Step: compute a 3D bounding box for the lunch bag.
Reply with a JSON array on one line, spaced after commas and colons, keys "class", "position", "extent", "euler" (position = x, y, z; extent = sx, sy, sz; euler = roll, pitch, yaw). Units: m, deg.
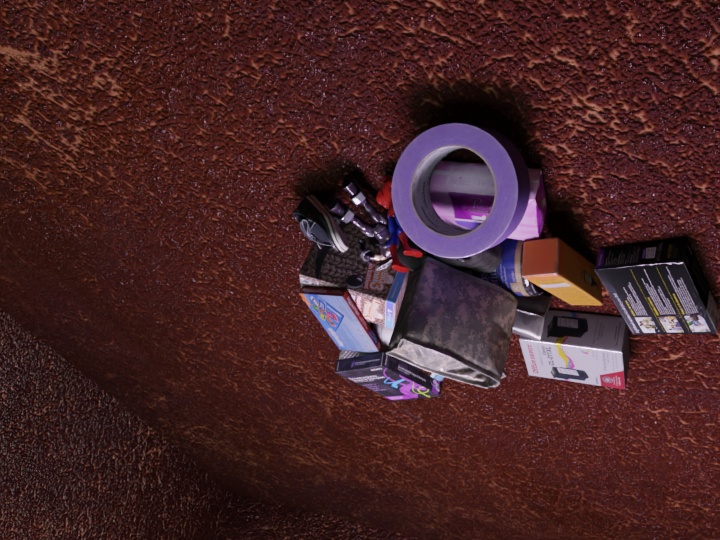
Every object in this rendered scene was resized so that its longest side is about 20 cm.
[{"class": "lunch bag", "position": [0.166, 0.096, 1.197], "extent": [0.198, 0.165, 0.118], "euler": [22, 154, -6]}]

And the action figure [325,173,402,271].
[{"class": "action figure", "position": [0.030, -0.083, 1.295], "extent": [0.200, 0.130, 0.069], "euler": [44, -174, -21]}]

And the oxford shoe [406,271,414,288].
[{"class": "oxford shoe", "position": [0.112, 0.082, 1.364], "extent": [0.071, 0.071, 0.202], "euler": [9, 121, 1]}]

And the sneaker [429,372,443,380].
[{"class": "sneaker", "position": [0.221, 0.220, 1.648], "extent": [0.089, 0.079, 0.200], "euler": [21, 149, -2]}]

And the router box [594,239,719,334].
[{"class": "router box", "position": [0.514, 0.035, 1.203], "extent": [0.148, 0.051, 0.200], "euler": [-6, 138, 41]}]

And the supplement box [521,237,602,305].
[{"class": "supplement box", "position": [0.350, 0.006, 1.193], "extent": [0.068, 0.067, 0.199], "euler": [-8, 158, 41]}]

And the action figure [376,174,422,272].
[{"class": "action figure", "position": [0.083, -0.086, 1.205], "extent": [0.098, 0.201, 0.065], "euler": [13, 137, -31]}]

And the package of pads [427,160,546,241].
[{"class": "package of pads", "position": [0.206, -0.117, 1.159], "extent": [0.198, 0.076, 0.121], "euler": [8, 148, 24]}]

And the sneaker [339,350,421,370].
[{"class": "sneaker", "position": [0.058, 0.216, 1.604], "extent": [0.198, 0.076, 0.105], "euler": [-1, 153, 21]}]

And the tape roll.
[{"class": "tape roll", "position": [0.154, -0.123, 1.069], "extent": [0.198, 0.085, 0.202], "euler": [5, 101, 26]}]

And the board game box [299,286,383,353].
[{"class": "board game box", "position": [-0.036, 0.101, 1.391], "extent": [0.102, 0.020, 0.201], "euler": [2, 143, 29]}]

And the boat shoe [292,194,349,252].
[{"class": "boat shoe", "position": [-0.076, -0.081, 1.311], "extent": [0.075, 0.062, 0.200], "euler": [57, 175, -36]}]

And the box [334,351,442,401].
[{"class": "box", "position": [0.061, 0.234, 1.511], "extent": [0.142, 0.036, 0.199], "euler": [-16, 142, 43]}]

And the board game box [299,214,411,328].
[{"class": "board game box", "position": [0.000, 0.000, 1.388], "extent": [0.198, 0.160, 0.097], "euler": [16, 148, 11]}]

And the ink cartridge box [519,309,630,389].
[{"class": "ink cartridge box", "position": [0.433, 0.157, 1.407], "extent": [0.198, 0.083, 0.146], "euler": [4, 144, 28]}]

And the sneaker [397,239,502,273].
[{"class": "sneaker", "position": [0.142, -0.038, 1.212], "extent": [0.199, 0.077, 0.091], "euler": [-3, 166, 35]}]

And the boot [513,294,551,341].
[{"class": "boot", "position": [0.256, 0.098, 1.359], "extent": [0.199, 0.183, 0.073], "euler": [23, 163, 10]}]

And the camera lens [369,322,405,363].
[{"class": "camera lens", "position": [0.127, 0.123, 1.484], "extent": [0.198, 0.161, 0.161], "euler": [15, 147, 14]}]

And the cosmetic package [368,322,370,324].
[{"class": "cosmetic package", "position": [0.008, 0.100, 1.604], "extent": [0.106, 0.091, 0.200], "euler": [-8, 134, 39]}]

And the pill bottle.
[{"class": "pill bottle", "position": [0.231, -0.009, 1.267], "extent": [0.198, 0.112, 0.112], "euler": [-1, 141, 34]}]
